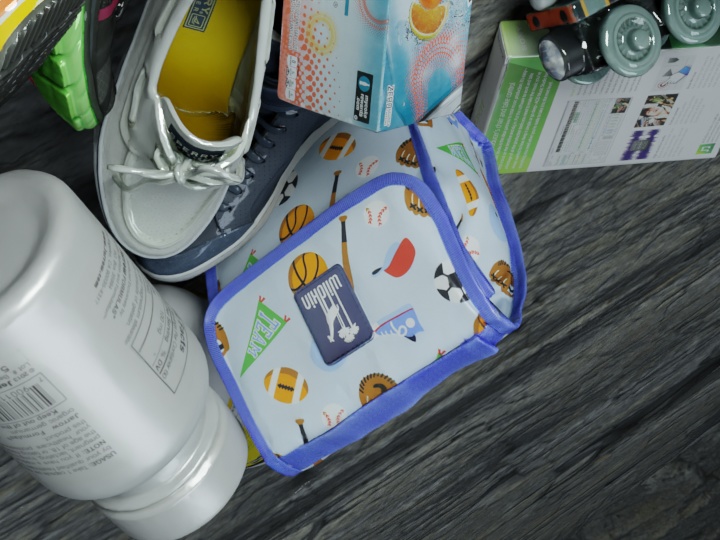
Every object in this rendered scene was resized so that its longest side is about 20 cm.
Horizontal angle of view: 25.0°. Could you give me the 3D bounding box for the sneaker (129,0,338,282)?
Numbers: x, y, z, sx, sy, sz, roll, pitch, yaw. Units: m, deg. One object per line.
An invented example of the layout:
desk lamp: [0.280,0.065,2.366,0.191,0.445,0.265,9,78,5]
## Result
sneaker: [-0.066,-0.086,0.851,0.203,0.077,0.146,-48,167,1]

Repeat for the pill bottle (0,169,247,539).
pill bottle: [-0.144,0.053,0.843,0.114,0.114,0.200,-39,131,-5]

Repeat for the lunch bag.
lunch bag: [0.000,0.000,0.929,0.169,0.201,0.124,-34,131,22]

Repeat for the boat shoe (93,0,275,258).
boat shoe: [-0.078,-0.068,0.755,0.074,0.086,0.203,11,129,-18]

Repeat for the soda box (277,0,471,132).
soda box: [0.012,-0.169,0.730,0.063,0.068,0.202,-19,122,-45]

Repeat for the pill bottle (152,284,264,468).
pill bottle: [-0.115,0.070,1.043,0.112,0.113,0.200,-45,159,10]

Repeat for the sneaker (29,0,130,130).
sneaker: [-0.110,-0.133,0.689,0.083,0.077,0.200,-27,157,-26]

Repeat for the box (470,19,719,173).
box: [0.182,-0.128,1.169,0.198,0.037,0.145,-6,150,-12]

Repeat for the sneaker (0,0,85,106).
sneaker: [-0.181,-0.097,0.656,0.070,0.090,0.200,-49,-168,-30]

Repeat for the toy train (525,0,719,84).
toy train: [0.189,-0.200,1.060,0.199,0.115,0.085,-28,-168,-20]
